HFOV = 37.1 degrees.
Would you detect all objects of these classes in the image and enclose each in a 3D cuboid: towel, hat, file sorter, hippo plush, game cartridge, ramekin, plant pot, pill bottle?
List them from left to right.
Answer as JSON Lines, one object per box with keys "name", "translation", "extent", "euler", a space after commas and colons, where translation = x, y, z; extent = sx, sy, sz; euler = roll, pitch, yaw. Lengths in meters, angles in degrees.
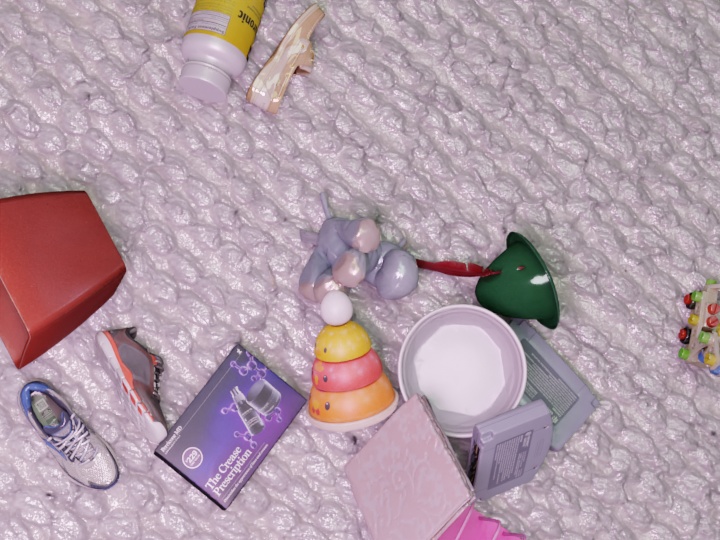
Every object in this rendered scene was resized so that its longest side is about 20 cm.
{"name": "plant pot", "translation": [-0.454, -0.004, 1.555], "extent": [0.175, 0.200, 0.202], "euler": [-26, 84, -28]}
{"name": "pill bottle", "translation": [-0.225, -0.379, 1.723], "extent": [0.110, 0.111, 0.203], "euler": [18, 75, -7]}
{"name": "hippo plush", "translation": [0.000, 0.000, 1.685], "extent": [0.160, 0.200, 0.161], "euler": [29, 91, -31]}
{"name": "towel", "translation": [0.069, 0.312, 1.569], "extent": [0.032, 0.191, 0.201], "euler": [20, 30, -40]}
{"name": "ramekin", "translation": [0.157, 0.156, 1.666], "extent": [0.196, 0.105, 0.204], "euler": [0, 85, 5]}
{"name": "file sorter", "translation": [0.168, 0.430, 1.618], "extent": [0.198, 0.125, 0.140], "euler": [32, 73, -4]}
{"name": "hat", "translation": [0.197, 0.043, 1.708], "extent": [0.174, 0.200, 0.168], "euler": [-22, 110, -9]}
{"name": "game cartridge", "translation": [0.228, 0.275, 1.638], "extent": [0.131, 0.202, 0.041], "euler": [-15, 51, -14]}
{"name": "game cartridge", "translation": [0.280, 0.188, 1.745], "extent": [0.133, 0.042, 0.200], "euler": [-43, 89, -13]}

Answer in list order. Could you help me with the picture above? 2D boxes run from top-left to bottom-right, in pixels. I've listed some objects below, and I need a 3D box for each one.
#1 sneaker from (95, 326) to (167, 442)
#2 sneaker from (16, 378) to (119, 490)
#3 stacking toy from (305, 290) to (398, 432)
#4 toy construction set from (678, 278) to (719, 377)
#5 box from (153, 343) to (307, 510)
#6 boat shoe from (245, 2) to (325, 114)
{"name": "sneaker", "translation": [-0.319, 0.157, 1.581], "extent": [0.081, 0.078, 0.201], "euler": [-21, 62, -27]}
{"name": "sneaker", "translation": [-0.428, 0.240, 1.552], "extent": [0.200, 0.085, 0.077], "euler": [46, 73, 0]}
{"name": "stacking toy", "translation": [-0.027, 0.125, 1.603], "extent": [0.144, 0.146, 0.203], "euler": [-15, 106, -15]}
{"name": "toy construction set", "translation": [0.593, 0.082, 1.786], "extent": [0.091, 0.131, 0.202], "euler": [30, 73, -4]}
{"name": "box", "translation": [-0.195, 0.235, 1.610], "extent": [0.140, 0.079, 0.201], "euler": [37, 73, 1]}
{"name": "boat shoe", "translation": [-0.110, -0.345, 1.765], "extent": [0.069, 0.074, 0.201], "euler": [34, 82, -5]}
